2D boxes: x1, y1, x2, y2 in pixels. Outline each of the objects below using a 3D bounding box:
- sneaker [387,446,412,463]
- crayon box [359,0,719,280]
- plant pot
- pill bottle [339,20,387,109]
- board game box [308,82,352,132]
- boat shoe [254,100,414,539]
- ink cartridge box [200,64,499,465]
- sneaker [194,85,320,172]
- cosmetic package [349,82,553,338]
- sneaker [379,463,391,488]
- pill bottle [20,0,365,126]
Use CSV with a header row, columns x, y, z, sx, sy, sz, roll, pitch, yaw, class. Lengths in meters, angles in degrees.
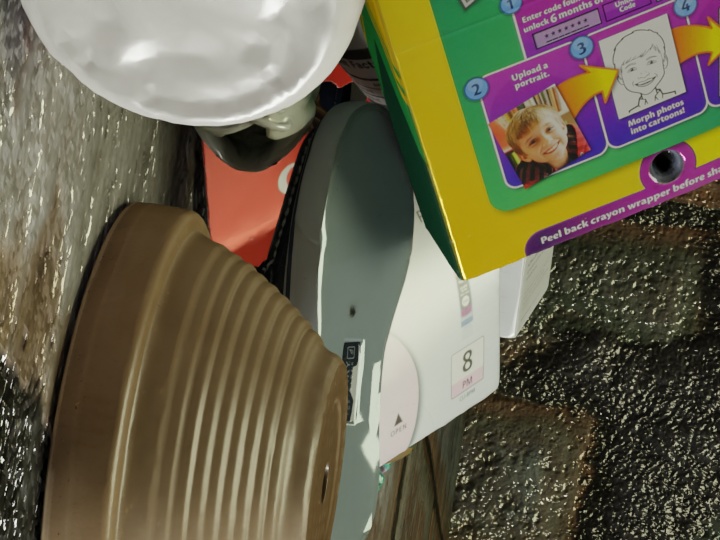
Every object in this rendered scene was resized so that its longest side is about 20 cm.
x,y,z,sx,sy,sz,roll,pitch,yaw,class
0.016,0.016,1.369,0.067,0.090,0.200,-101,170,-53,sneaker
0.104,-0.112,1.107,0.058,0.200,0.173,-121,-169,-57,crayon box
-0.058,0.077,1.039,0.201,0.093,0.201,7,90,-83,plant pot
0.045,-0.118,1.189,0.200,0.116,0.116,49,36,-31,pill bottle
-0.012,-0.102,1.503,0.200,0.035,0.136,71,27,-76,board game box
-0.037,0.023,1.153,0.071,0.091,0.200,9,88,-54,boat shoe
0.000,0.000,1.250,0.163,0.057,0.200,-30,134,-39,ink cartridge box
-0.040,-0.090,1.076,0.200,0.073,0.071,74,18,-76,sneaker
0.054,-0.076,1.422,0.081,0.113,0.200,-52,149,-61,cosmetic package
-0.023,0.083,1.494,0.074,0.088,0.200,51,55,-24,sneaker
-0.037,-0.144,0.868,0.200,0.112,0.112,-74,169,-51,pill bottle
